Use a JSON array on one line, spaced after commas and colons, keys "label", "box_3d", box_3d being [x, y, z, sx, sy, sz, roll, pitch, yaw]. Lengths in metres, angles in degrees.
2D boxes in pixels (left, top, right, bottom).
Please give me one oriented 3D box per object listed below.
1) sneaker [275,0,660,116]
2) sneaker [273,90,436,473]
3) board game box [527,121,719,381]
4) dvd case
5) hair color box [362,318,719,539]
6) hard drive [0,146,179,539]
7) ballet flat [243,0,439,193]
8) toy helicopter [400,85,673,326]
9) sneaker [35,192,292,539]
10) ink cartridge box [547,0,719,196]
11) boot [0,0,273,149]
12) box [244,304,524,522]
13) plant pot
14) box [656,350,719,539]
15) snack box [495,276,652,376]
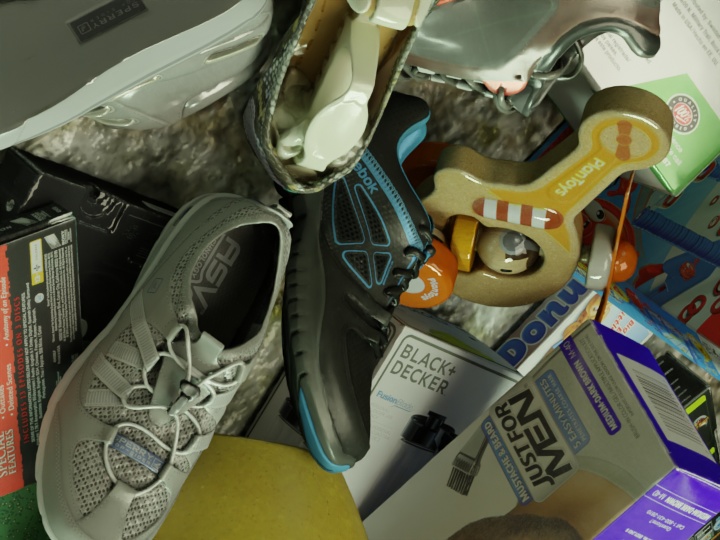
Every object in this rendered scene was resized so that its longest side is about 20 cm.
[{"label": "sneaker", "box_3d": [0.054, -0.110, 1.435, 0.077, 0.199, 0.082, -28, 104, -70]}, {"label": "sneaker", "box_3d": [0.000, 0.000, 1.453, 0.081, 0.201, 0.073, 0, 166, -6]}, {"label": "board game box", "box_3d": [0.210, -0.054, 1.589, 0.200, 0.196, 0.056, -46, 136, -8]}, {"label": "dvd case", "box_3d": [-0.219, 0.061, 1.371, 0.199, 0.022, 0.147, -22, 129, -30]}, {"label": "hair color box", "box_3d": [0.088, 0.134, 1.541, 0.200, 0.110, 0.065, -45, 139, 19]}, {"label": "hard drive", "box_3d": [-0.163, 0.048, 1.452, 0.139, 0.038, 0.201, 19, 103, -46]}, {"label": "ballet flat", "box_3d": [0.004, -0.117, 1.368, 0.072, 0.072, 0.201, -2, 129, -40]}, {"label": "toy helicopter", "box_3d": [0.102, -0.032, 1.502, 0.132, 0.200, 0.079, 29, 53, -16]}, {"label": "sneaker", "box_3d": [-0.093, 0.047, 1.388, 0.075, 0.082, 0.201, 27, 73, -19]}, {"label": "ink cartridge box", "box_3d": [0.178, -0.162, 1.540, 0.200, 0.084, 0.146, -43, 113, -10]}, {"label": "boot", "box_3d": [-0.130, -0.087, 1.369, 0.199, 0.074, 0.096, -22, 154, -7]}, {"label": "box", "box_3d": [-0.009, 0.114, 1.610, 0.116, 0.060, 0.200, 26, 98, -47]}, {"label": "plant pot", "box_3d": [-0.072, 0.159, 1.477, 0.200, 0.199, 0.143, 19, 74, -46]}, {"label": "box", "box_3d": [0.136, 0.173, 1.771, 0.200, 0.047, 0.194, -37, 140, -16]}, {"label": "snack box", "box_3d": [0.128, 0.039, 1.705, 0.200, 0.024, 0.072, -45, 139, -8]}]
